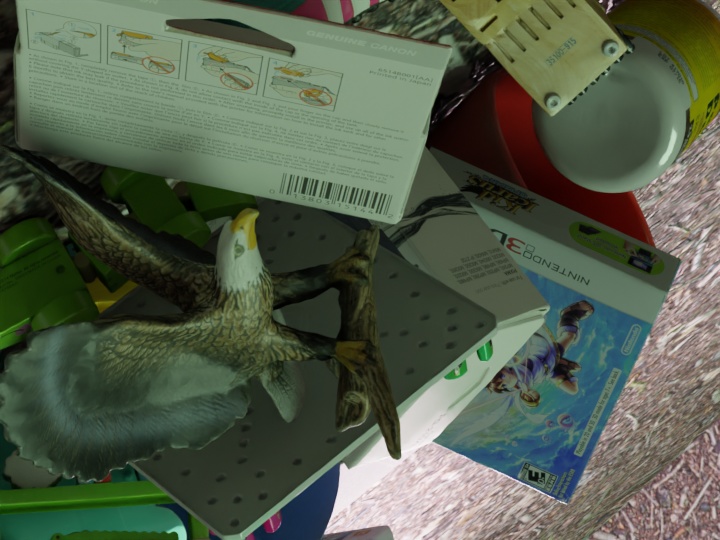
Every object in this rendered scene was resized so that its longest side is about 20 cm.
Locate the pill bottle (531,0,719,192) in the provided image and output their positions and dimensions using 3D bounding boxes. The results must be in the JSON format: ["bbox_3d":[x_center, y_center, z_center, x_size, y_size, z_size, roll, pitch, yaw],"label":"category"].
[{"bbox_3d":[0.201,-0.134,1.426,0.109,0.109,0.200,-48,176,33],"label":"pill bottle"}]

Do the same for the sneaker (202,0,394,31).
[{"bbox_3d":[-0.022,-0.143,1.045,0.199,0.084,0.121,-13,147,-37],"label":"sneaker"}]

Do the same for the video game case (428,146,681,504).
[{"bbox_3d":[0.093,0.041,1.343,0.046,0.180,0.201,-55,168,-52],"label":"video game case"}]

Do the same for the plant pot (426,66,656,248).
[{"bbox_3d":[0.089,-0.016,1.444,0.177,0.201,0.200,-33,166,27],"label":"plant pot"}]

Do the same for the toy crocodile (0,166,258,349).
[{"bbox_3d":[-0.151,-0.010,1.169,0.199,0.068,0.062,-34,163,-12],"label":"toy crocodile"}]

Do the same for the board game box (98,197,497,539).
[{"bbox_3d":[-0.056,0.051,1.133,0.200,0.200,0.026,-37,135,-24],"label":"board game box"}]

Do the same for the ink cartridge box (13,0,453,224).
[{"bbox_3d":[-0.063,-0.096,0.951,0.198,0.045,0.176,11,154,-3],"label":"ink cartridge box"}]

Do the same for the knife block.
[{"bbox_3d":[0.093,-0.180,1.248,0.064,0.176,0.200,-41,117,12],"label":"knife block"}]

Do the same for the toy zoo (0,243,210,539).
[{"bbox_3d":[-0.161,0.077,1.179,0.130,0.201,0.020,-2,157,-13],"label":"toy zoo"}]

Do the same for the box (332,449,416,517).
[{"bbox_3d":[-0.045,0.143,1.702,0.200,0.107,0.148,-39,163,5],"label":"box"}]

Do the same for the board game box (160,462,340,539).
[{"bbox_3d":[-0.101,0.156,1.383,0.199,0.159,0.039,-10,146,16],"label":"board game box"}]

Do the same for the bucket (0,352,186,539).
[{"bbox_3d":[-0.203,0.148,1.260,0.134,0.208,0.207,-21,158,-20],"label":"bucket"}]

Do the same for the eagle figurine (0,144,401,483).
[{"bbox_3d":[-0.085,0.017,0.997,0.198,0.152,0.152,1,109,-13],"label":"eagle figurine"}]

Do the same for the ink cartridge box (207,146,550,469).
[{"bbox_3d":[0.000,0.000,1.263,0.084,0.200,0.145,-15,153,-50],"label":"ink cartridge box"}]

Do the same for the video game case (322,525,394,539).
[{"bbox_3d":[-0.098,0.220,1.391,0.199,0.023,0.182,-12,-176,23],"label":"video game case"}]
